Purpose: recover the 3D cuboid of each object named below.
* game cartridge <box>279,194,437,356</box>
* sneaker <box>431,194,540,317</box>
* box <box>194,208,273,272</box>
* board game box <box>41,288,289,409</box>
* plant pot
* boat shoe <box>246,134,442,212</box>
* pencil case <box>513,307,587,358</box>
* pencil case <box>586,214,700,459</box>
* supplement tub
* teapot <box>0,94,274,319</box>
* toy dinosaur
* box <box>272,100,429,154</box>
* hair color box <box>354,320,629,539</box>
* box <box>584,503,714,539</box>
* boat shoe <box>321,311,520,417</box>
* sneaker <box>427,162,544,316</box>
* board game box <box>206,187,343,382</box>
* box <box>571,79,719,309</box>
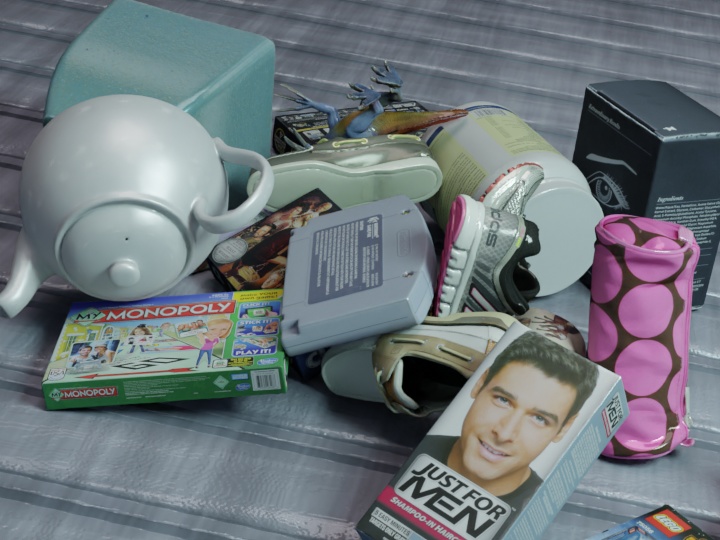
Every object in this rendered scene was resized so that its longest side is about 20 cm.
[{"bbox_3d":[0.000,0.000,1.211,0.132,0.041,0.200,-18,27,11],"label":"game cartridge"},{"bbox_3d":[0.107,0.027,1.192,0.087,0.201,0.074,8,38,0],"label":"sneaker"},{"bbox_3d":[-0.159,-0.027,1.386,0.199,0.039,0.041,-17,37,-38],"label":"box"},{"bbox_3d":[-0.159,0.065,1.186,0.199,0.029,0.135,-4,29,3],"label":"board game box"},{"bbox_3d":[-0.221,-0.134,1.424,0.195,0.197,0.200,18,37,17],"label":"plant pot"},{"bbox_3d":[-0.020,-0.101,1.416,0.200,0.072,0.060,-5,47,-12],"label":"boat shoe"},{"bbox_3d":[0.142,0.117,1.153,0.077,0.090,0.200,-15,24,23],"label":"pencil case"},{"bbox_3d":[0.240,0.056,1.173,0.093,0.201,0.091,6,20,23],"label":"pencil case"},{"bbox_3d":[0.152,-0.075,1.446,0.144,0.146,0.200,-4,31,-22],"label":"supplement tub"},{"bbox_3d":[-0.200,-0.045,1.206,0.196,0.200,0.146,13,38,-22],"label":"teapot"},{"bbox_3d":[-0.017,-0.128,1.473,0.199,0.182,0.105,28,45,1],"label":"toy dinosaur"},{"bbox_3d":[0.018,-0.143,1.639,0.199,0.049,0.161,-10,32,-28],"label":"box"},{"bbox_3d":[0.099,0.144,1.012,0.099,0.061,0.200,28,68,32],"label":"hair color box"},{"bbox_3d":[0.238,0.253,0.976,0.136,0.040,0.200,-14,35,-33],"label":"box"},{"bbox_3d":[0.041,0.080,1.149,0.199,0.075,0.068,-13,26,38],"label":"boat shoe"},{"bbox_3d":[0.130,-0.005,1.298,0.082,0.201,0.078,22,-3,11],"label":"sneaker"},{"bbox_3d":[-0.045,0.008,1.304,0.135,0.035,0.200,-30,41,-15],"label":"board game box"},{"bbox_3d":[0.293,-0.077,1.429,0.104,0.201,0.148,-5,31,-23],"label":"box"}]
